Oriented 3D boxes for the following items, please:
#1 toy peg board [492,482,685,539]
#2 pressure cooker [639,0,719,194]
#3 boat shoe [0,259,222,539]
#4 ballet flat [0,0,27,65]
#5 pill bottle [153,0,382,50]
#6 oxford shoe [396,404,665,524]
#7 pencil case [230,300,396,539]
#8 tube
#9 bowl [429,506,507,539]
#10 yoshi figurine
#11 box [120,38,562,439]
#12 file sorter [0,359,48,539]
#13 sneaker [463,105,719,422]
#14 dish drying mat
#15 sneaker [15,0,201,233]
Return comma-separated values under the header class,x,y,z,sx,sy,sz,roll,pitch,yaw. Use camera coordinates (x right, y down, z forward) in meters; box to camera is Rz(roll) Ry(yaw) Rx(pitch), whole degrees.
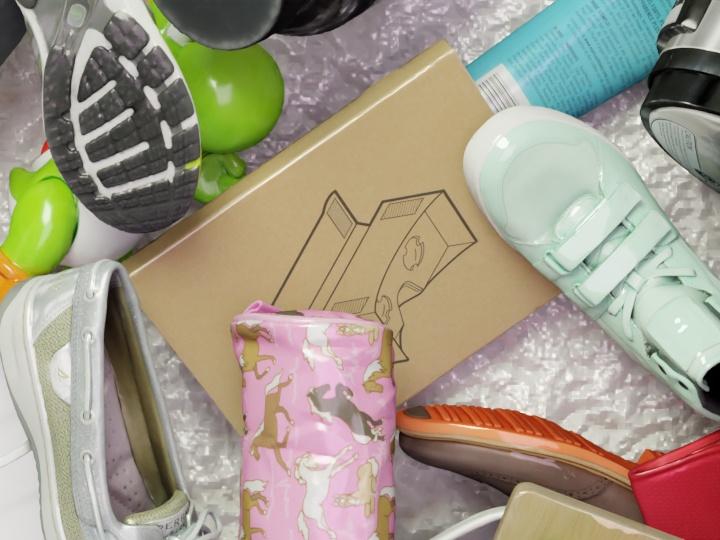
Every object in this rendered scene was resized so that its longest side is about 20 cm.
class,x,y,z,sx,sy,sz,roll,pitch,yaw
toy peg board,0.133,0.237,1.335,0.199,0.098,0.200,21,101,-1
pressure cooker,0.237,-0.092,1.373,0.176,0.179,0.200,34,81,-29
boat shoe,-0.112,0.095,1.322,0.065,0.074,0.202,-15,92,35
ballet flat,-0.227,-0.093,1.316,0.200,0.073,0.073,-41,96,-3
pill bottle,-0.015,-0.179,1.336,0.200,0.112,0.112,-35,98,-47
oxford shoe,0.108,0.121,1.437,0.200,0.071,0.073,17,97,-6
pencil case,-0.026,0.116,1.348,0.086,0.083,0.200,3,87,-2
tube,0.118,-0.116,1.437,0.200,0.050,0.077,-33,116,-6
bowl,0.062,0.231,1.423,0.200,0.075,0.200,-36,98,8
yoshi figurine,-0.106,-0.050,1.391,0.112,0.112,0.200,27,88,-14
box,0.000,0.000,1.403,0.200,0.021,0.164,-35,124,-1
file sorter,-0.197,0.149,1.380,0.139,0.125,0.200,-27,96,-3
sneaker,0.140,-0.001,1.374,0.074,0.118,0.200,-47,120,2
dish drying mat,0.201,0.172,1.436,0.077,0.018,0.200,-23,117,-4
sneaker,-0.123,-0.115,1.304,0.074,0.081,0.200,-16,102,6
